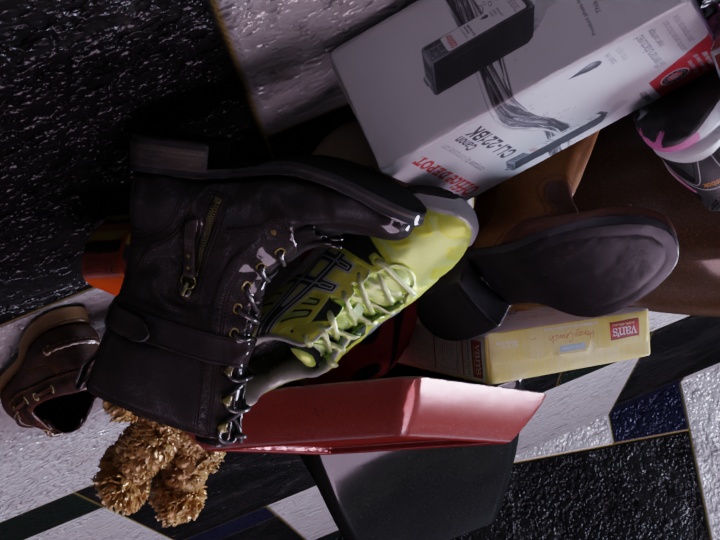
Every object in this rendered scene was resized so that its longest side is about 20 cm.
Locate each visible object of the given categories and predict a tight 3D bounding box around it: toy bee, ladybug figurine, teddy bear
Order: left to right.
[{"bbox_3d":[-0.133,0.107,1.163,0.201,0.145,0.067,-53,-154,-3],"label":"teddy bear"},{"bbox_3d":[-0.114,0.001,1.033,0.129,0.110,0.200,6,154,13],"label":"toy bee"},{"bbox_3d":[0.000,0.000,1.014,0.135,0.071,0.202,-34,137,-47],"label":"ladybug figurine"}]

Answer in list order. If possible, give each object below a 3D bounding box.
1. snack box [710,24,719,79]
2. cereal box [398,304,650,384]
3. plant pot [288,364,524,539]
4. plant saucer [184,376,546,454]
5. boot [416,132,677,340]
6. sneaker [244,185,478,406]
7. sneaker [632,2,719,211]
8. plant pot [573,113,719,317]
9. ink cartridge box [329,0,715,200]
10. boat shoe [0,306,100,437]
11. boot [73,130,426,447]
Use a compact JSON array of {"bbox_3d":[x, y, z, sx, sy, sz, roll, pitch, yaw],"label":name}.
[{"bbox_3d":[0.237,-0.116,0.902,0.024,0.073,0.200,-18,-169,20],"label":"snack box"},{"bbox_3d":[0.095,0.043,1.096,0.143,0.040,0.199,-8,-173,-30],"label":"cereal box"},{"bbox_3d":[0.029,0.144,1.353,0.198,0.200,0.179,-18,124,-12],"label":"plant pot"},{"bbox_3d":[0.000,0.102,1.015,0.198,0.037,0.199,-8,168,30],"label":"plant saucer"},{"bbox_3d":[0.141,-0.050,0.984,0.187,0.069,0.201,-26,-154,42],"label":"boot"},{"bbox_3d":[-0.010,0.022,0.913,0.199,0.077,0.075,-33,127,22],"label":"sneaker"},{"bbox_3d":[0.221,-0.102,0.989,0.080,0.087,0.201,-23,-155,26],"label":"sneaker"},{"bbox_3d":[0.199,-0.049,1.161,0.198,0.189,0.187,-4,164,1],"label":"plant pot"},{"bbox_3d":[0.102,-0.126,0.892,0.199,0.084,0.144,-27,165,18],"label":"ink cartridge box"},{"bbox_3d":[-0.243,0.096,1.183,0.070,0.071,0.200,-17,165,-22],"label":"boat shoe"},{"bbox_3d":[-0.066,0.017,0.868,0.198,0.176,0.069,11,-171,18],"label":"boot"}]
